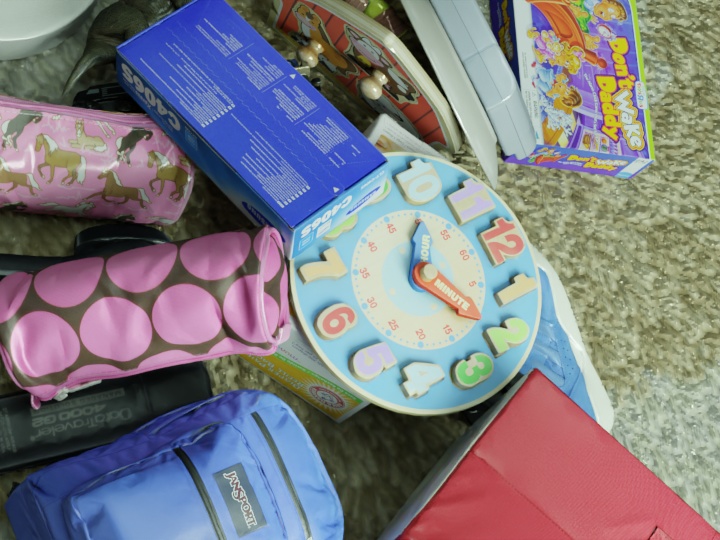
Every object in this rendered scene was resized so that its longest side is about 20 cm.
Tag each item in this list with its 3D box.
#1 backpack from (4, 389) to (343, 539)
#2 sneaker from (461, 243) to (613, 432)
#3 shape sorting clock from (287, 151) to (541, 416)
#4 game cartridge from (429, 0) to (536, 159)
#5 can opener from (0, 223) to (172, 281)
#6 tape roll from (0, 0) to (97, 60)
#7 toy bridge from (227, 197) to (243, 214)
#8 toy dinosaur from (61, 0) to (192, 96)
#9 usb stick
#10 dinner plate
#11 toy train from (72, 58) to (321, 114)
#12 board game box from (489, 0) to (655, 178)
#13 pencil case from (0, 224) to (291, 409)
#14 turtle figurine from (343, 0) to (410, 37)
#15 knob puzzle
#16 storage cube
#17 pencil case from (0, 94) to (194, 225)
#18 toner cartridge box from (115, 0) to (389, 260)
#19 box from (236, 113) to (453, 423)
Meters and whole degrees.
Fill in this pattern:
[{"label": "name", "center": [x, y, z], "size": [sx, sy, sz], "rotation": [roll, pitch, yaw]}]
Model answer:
[{"label": "backpack", "center": [-0.110, 0.176, 0.959], "size": [0.199, 0.168, 0.164], "rotation": [-20, 87, -30]}, {"label": "sneaker", "center": [0.119, 0.066, 1.148], "size": [0.111, 0.077, 0.202], "rotation": [-24, 88, -38]}, {"label": "shape sorting clock", "center": [0.043, 0.006, 1.041], "size": [0.198, 0.039, 0.202], "rotation": [8, 67, -20]}, {"label": "game cartridge", "center": [0.087, -0.201, 1.189], "size": [0.041, 0.133, 0.201], "rotation": [-28, 67, 9]}, {"label": "can opener", "center": [-0.226, 0.011, 1.038], "size": [0.198, 0.079, 0.064], "rotation": [-7, 113, -23]}, {"label": "tape roll", "center": [-0.295, -0.261, 1.112], "size": [0.201, 0.037, 0.205], "rotation": [8, 69, -21]}, {"label": "toy bridge", "center": [-0.071, -0.056, 1.118], "size": [0.067, 0.027, 0.202], "rotation": [3, 60, 25]}, {"label": "toy dinosaur", "center": [-0.167, -0.195, 1.127], "size": [0.201, 0.102, 0.077], "rotation": [-52, 140, -18]}, {"label": "usb stick", "center": [-0.199, 0.104, 1.021], "size": [0.198, 0.033, 0.056], "rotation": [-11, 83, -27]}, {"label": "dinner plate", "center": [0.072, -0.160, 1.155], "size": [0.024, 0.200, 0.202], "rotation": [-26, 82, 5]}, {"label": "toy train", "center": [-0.129, -0.138, 1.120], "size": [0.198, 0.034, 0.046], "rotation": [-9, 47, -12]}, {"label": "board game box", "center": [0.190, -0.191, 1.294], "size": [0.133, 0.045, 0.202], "rotation": [5, 69, -22]}, {"label": "pencil case", "center": [-0.144, 0.031, 0.970], "size": [0.198, 0.091, 0.095], "rotation": [-12, 86, 7]}, {"label": "turtle figurine", "center": [-0.034, -0.244, 1.143], "size": [0.064, 0.199, 0.162], "rotation": [-46, 106, -24]}, {"label": "knob puzzle", "center": [-0.001, -0.154, 1.116], "size": [0.219, 0.220, 0.031], "rotation": [42, 81, -4]}, {"label": "storage cube", "center": [0.115, 0.214, 1.029], "size": [0.180, 0.200, 0.171], "rotation": [42, 61, 3]}, {"label": "pencil case", "center": [-0.221, -0.084, 1.049], "size": [0.198, 0.086, 0.084], "rotation": [7, 74, -24]}, {"label": "toner cartridge box", "center": [-0.080, -0.109, 1.031], "size": [0.095, 0.043, 0.200], "rotation": [-36, 70, -23]}, {"label": "box", "center": [0.000, 0.000, 1.107], "size": [0.112, 0.101, 0.201], "rotation": [34, 61, -8]}]
